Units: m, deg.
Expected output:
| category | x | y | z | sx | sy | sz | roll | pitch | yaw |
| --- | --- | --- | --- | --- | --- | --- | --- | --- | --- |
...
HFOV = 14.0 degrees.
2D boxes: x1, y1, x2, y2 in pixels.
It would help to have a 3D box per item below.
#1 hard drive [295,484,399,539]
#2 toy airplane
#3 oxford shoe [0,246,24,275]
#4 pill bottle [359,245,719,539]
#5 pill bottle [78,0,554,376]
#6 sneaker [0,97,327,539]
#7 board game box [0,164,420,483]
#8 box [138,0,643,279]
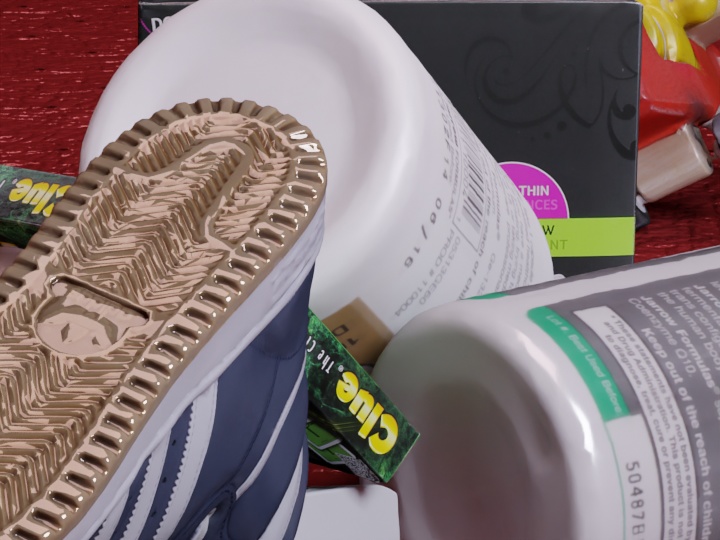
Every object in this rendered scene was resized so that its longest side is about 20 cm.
| category | x | y | z | sx | sy | sz | roll | pitch | yaw |
| --- | --- | --- | --- | --- | --- | --- | --- | --- | --- |
| hard drive | -0.107 | 0.080 | 0.835 | 0.199 | 0.027 | 0.132 | -4 | -1 | 39 |
| toy airplane | 0.142 | -0.115 | 1.445 | 0.200 | 0.141 | 0.199 | -34 | 7 | -24 |
| oxford shoe | -0.098 | 0.038 | 0.819 | 0.072 | 0.071 | 0.200 | 19 | -11 | -4 |
| pill bottle | 0.108 | 0.051 | 0.907 | 0.199 | 0.114 | 0.113 | -11 | 19 | -36 |
| pill bottle | 0.000 | 0.000 | 0.950 | 0.114 | 0.115 | 0.200 | 8 | -19 | 26 |
| sneaker | -0.073 | 0.057 | 0.653 | 0.070 | 0.109 | 0.200 | 26 | 48 | 22 |
| board game box | -0.080 | 0.008 | 0.851 | 0.200 | 0.105 | 0.023 | 10 | 57 | 49 |
| box | 0.009 | -0.048 | 1.204 | 0.199 | 0.149 | 0.124 | -1 | 13 | -3 |
